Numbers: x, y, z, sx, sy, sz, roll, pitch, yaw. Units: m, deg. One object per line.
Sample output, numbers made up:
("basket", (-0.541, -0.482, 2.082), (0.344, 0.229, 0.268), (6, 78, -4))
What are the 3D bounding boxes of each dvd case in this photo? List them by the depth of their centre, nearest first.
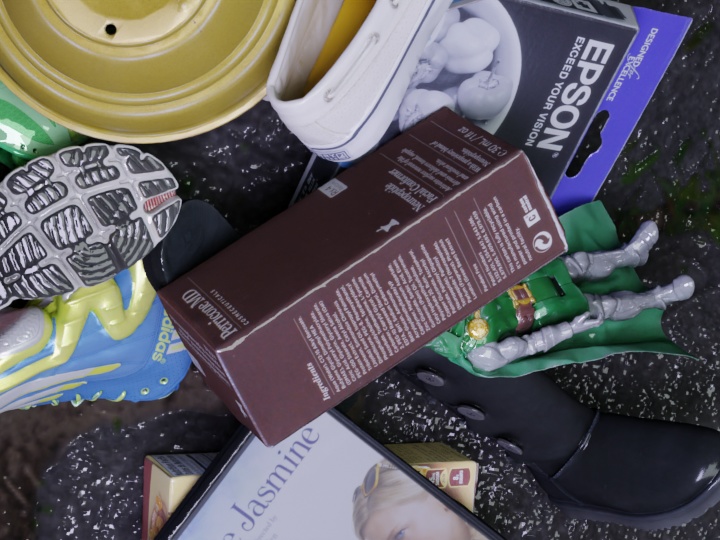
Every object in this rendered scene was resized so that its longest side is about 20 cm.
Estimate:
("dvd case", (-0.016, 0.168, 1.299), (0.200, 0.018, 0.143), (39, 87, -27))

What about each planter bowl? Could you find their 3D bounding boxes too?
("planter bowl", (-0.116, -0.162, 1.126), (0.199, 0.083, 0.202), (0, 98, 0))

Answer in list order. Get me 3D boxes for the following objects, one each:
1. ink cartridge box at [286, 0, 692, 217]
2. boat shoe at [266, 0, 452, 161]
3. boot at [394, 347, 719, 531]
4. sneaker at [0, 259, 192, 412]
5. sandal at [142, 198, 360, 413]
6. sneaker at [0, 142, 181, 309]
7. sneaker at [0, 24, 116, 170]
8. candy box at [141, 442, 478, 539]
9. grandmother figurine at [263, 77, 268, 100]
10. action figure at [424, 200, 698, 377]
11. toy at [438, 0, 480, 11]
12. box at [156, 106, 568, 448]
("ink cartridge box", (0.079, -0.078, 1.302), (0.199, 0.043, 0.199), (8, 125, -27))
("boat shoe", (0.006, -0.159, 1.138), (0.070, 0.071, 0.201), (37, 75, -51))
("boot", (0.110, 0.074, 1.330), (0.200, 0.164, 0.066), (43, 58, -22))
("sneaker", (-0.157, 0.052, 1.254), (0.200, 0.076, 0.105), (-40, 112, -14))
("sandal", (-0.051, 0.033, 1.278), (0.200, 0.048, 0.076), (43, 58, -44))
("sneaker", (-0.195, -0.019, 1.214), (0.199, 0.085, 0.077), (-23, 105, -2))
("sneaker", (-0.172, -0.095, 1.230), (0.199, 0.074, 0.084), (-2, 96, -14))
("candy box", (-0.032, 0.169, 1.336), (0.199, 0.055, 0.116), (-1, 100, -24))
("grandmother figurine", (-0.045, -0.191, 1.193), (0.120, 0.061, 0.202), (0, 100, 3))
("action figure", (0.103, 0.018, 1.279), (0.199, 0.055, 0.118), (-14, 60, -37))
("toy", (0.043, -0.215, 1.232), (0.115, 0.200, 0.047), (-20, 126, -21))
("box", (0.000, 0.000, 1.205), (0.199, 0.100, 0.075), (-35, 119, -11))
